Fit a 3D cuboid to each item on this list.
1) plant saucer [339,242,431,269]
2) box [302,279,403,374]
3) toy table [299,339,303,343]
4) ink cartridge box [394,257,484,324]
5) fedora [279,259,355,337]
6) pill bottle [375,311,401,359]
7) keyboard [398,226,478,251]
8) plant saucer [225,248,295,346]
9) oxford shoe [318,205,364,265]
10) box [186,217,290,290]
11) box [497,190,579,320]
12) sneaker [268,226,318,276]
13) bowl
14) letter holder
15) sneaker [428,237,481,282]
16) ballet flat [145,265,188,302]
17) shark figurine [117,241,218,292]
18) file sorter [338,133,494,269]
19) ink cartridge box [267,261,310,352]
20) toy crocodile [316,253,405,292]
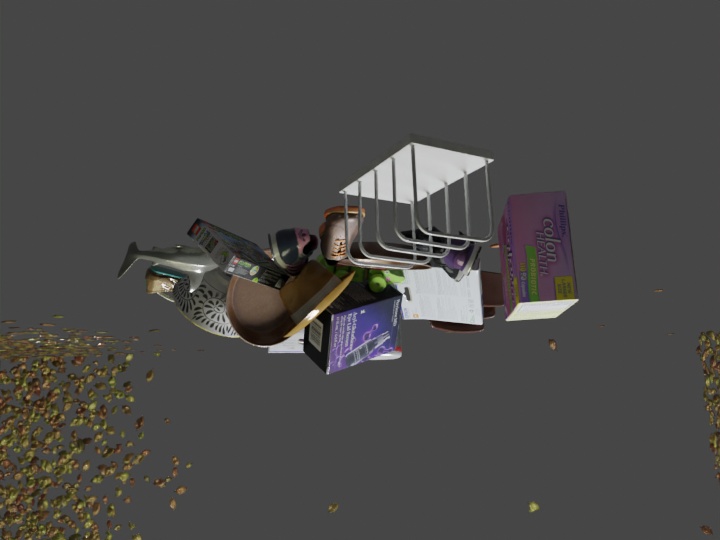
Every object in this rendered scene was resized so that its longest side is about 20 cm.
[{"bbox_3d":[0.043,-0.029,1.261,0.194,0.038,0.200,5,177,0],"label":"plant saucer"},{"bbox_3d":[-0.017,0.113,1.403,0.196,0.152,0.104,-15,-147,-35],"label":"box"},{"bbox_3d":[-0.184,0.082,1.524,0.115,0.188,0.200,16,150,-23],"label":"toy table"},{"bbox_3d":[0.179,0.044,1.472,0.194,0.041,0.202,3,140,16],"label":"ink cartridge box"},{"bbox_3d":[-0.097,0.039,1.218,0.200,0.082,0.201,-43,-176,4],"label":"fedora"},{"bbox_3d":[0.045,0.115,1.609,0.110,0.206,0.114,-2,168,0],"label":"pill bottle"},{"bbox_3d":[0.164,-0.055,1.295,0.124,0.021,0.199,-7,167,23],"label":"keyboard"},{"bbox_3d":[-0.194,0.054,1.340,0.196,0.206,0.036,6,-175,-35],"label":"plant saucer"},{"bbox_3d":[-0.031,-0.059,1.110,0.069,0.075,0.200,0,167,-9],"label":"oxford shoe"},{"bbox_3d":[-0.216,-0.025,1.170,0.110,0.035,0.199,42,-174,23],"label":"box"},{"bbox_3d":[0.299,-0.017,1.117,0.094,0.181,0.200,-4,168,5],"label":"box"},{"bbox_3d":[-0.112,-0.036,1.222,0.080,0.072,0.200,-16,173,6],"label":"sneaker"},{"bbox_3d":[-0.291,0.040,1.379,0.197,0.202,0.095,9,122,-41],"label":"bowl"},{"bbox_3d":[0.271,0.079,1.625,0.196,0.146,0.100,7,165,-36],"label":"letter holder"},{"bbox_3d":[0.173,-0.035,1.235,0.086,0.077,0.200,26,174,4],"label":"sneaker"},{"bbox_3d":[-0.398,0.039,1.466,0.197,0.074,0.068,9,-161,-42],"label":"ballet flat"},{"bbox_3d":[-0.340,-0.006,1.216,0.210,0.092,0.127,0,-176,-29],"label":"shark figurine"},{"bbox_3d":[0.074,-0.084,0.901,0.136,0.128,0.199,5,166,-29],"label":"file sorter"},{"bbox_3d":[-0.113,0.081,1.445,0.194,0.206,0.043,5,-172,-30],"label":"ink cartridge box"},{"bbox_3d":[0.000,0.000,1.391,0.194,0.063,0.068,6,-151,-3],"label":"toy crocodile"}]
